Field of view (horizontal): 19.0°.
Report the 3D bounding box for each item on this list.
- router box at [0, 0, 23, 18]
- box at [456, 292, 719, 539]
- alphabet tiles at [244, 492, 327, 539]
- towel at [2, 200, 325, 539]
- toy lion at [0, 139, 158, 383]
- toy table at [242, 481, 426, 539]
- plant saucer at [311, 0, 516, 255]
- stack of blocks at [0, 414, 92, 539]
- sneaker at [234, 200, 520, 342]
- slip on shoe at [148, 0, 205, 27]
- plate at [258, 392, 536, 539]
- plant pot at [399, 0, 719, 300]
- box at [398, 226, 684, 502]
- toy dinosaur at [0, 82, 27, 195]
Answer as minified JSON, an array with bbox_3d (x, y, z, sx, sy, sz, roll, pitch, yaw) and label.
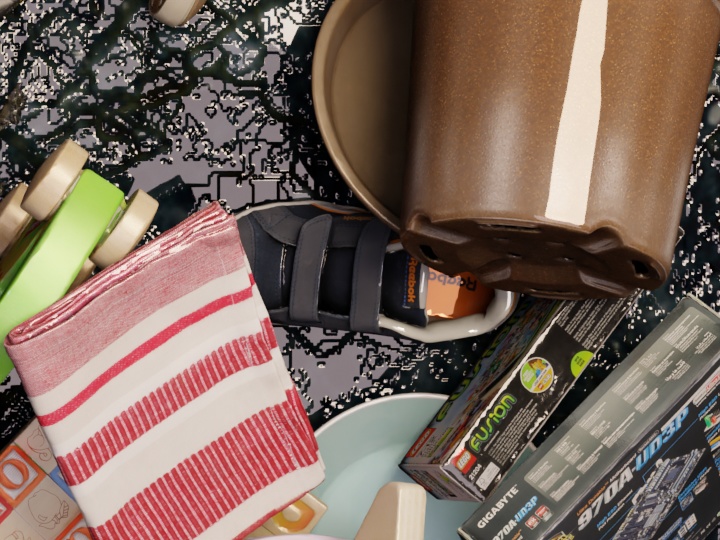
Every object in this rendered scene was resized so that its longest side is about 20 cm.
[{"bbox_3d":[-0.220,-0.267,1.248,0.149,0.051,0.201,-38,100,-5],"label":"router box"},{"bbox_3d":[0.159,0.133,1.284,0.200,0.046,0.159,-45,143,-11],"label":"box"},{"bbox_3d":[-0.120,0.171,1.309,0.199,0.006,0.167,37,95,-4],"label":"alphabet tiles"},{"bbox_3d":[-0.101,0.079,1.181,0.144,0.023,0.201,-34,126,-21],"label":"towel"},{"bbox_3d":[-0.208,0.036,1.210,0.068,0.200,0.193,35,70,-12],"label":"toy lion"},{"bbox_3d":[-0.007,0.217,1.233,0.199,0.117,0.186,-3,84,-30],"label":"toy table"},{"bbox_3d":[0.062,-0.097,1.283,0.198,0.029,0.202,7,69,-19],"label":"plant saucer"},{"bbox_3d":[-0.170,0.145,1.273,0.115,0.059,0.200,45,95,-5],"label":"stack of blocks"},{"bbox_3d":[0.000,0.000,1.293,0.198,0.079,0.079,2,95,-7],"label":"sneaker"},{"bbox_3d":[-0.056,-0.227,1.271,0.060,0.076,0.201,30,84,-22],"label":"slip on shoe"},{"bbox_3d":[0.033,0.175,1.340,0.198,0.026,0.202,-1,96,-8],"label":"plate"},{"bbox_3d":[0.106,-0.098,1.187,0.198,0.200,0.200,12,75,-10],"label":"plant pot"},{"bbox_3d":[0.106,0.049,1.280,0.035,0.110,0.200,39,78,-6],"label":"box"},{"bbox_3d":[-0.248,-0.076,1.265,0.087,0.047,0.202,9,94,5],"label":"toy dinosaur"}]
